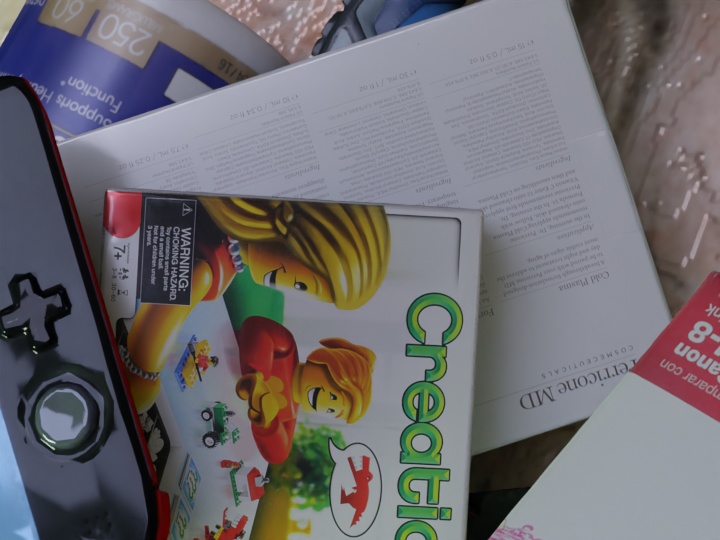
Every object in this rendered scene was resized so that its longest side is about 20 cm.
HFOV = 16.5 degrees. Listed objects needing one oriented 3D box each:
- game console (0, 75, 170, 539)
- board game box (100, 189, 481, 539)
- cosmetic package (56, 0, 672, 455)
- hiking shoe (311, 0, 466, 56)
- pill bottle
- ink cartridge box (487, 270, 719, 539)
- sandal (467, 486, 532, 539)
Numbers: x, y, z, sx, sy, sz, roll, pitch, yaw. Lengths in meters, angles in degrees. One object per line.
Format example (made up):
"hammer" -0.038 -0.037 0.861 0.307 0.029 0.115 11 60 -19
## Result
"game console" -0.171 0.049 0.814 0.199 0.031 0.177 -20 85 12
"board game box" -0.028 0.076 0.833 0.126 0.035 0.201 3 90 -1
"cosmetic package" 0.000 0.000 0.885 0.199 0.052 0.151 -18 86 2
"hiking shoe" 0.010 -0.036 0.956 0.086 0.074 0.200 25 82 10
"pill bottle" -0.116 -0.014 0.972 0.115 0.116 0.200 23 81 32
"ink cartridge box" 0.111 0.138 0.753 0.144 0.145 0.200 32 72 32
"sandal" 0.010 0.107 0.898 0.200 0.048 0.076 -12 65 22
